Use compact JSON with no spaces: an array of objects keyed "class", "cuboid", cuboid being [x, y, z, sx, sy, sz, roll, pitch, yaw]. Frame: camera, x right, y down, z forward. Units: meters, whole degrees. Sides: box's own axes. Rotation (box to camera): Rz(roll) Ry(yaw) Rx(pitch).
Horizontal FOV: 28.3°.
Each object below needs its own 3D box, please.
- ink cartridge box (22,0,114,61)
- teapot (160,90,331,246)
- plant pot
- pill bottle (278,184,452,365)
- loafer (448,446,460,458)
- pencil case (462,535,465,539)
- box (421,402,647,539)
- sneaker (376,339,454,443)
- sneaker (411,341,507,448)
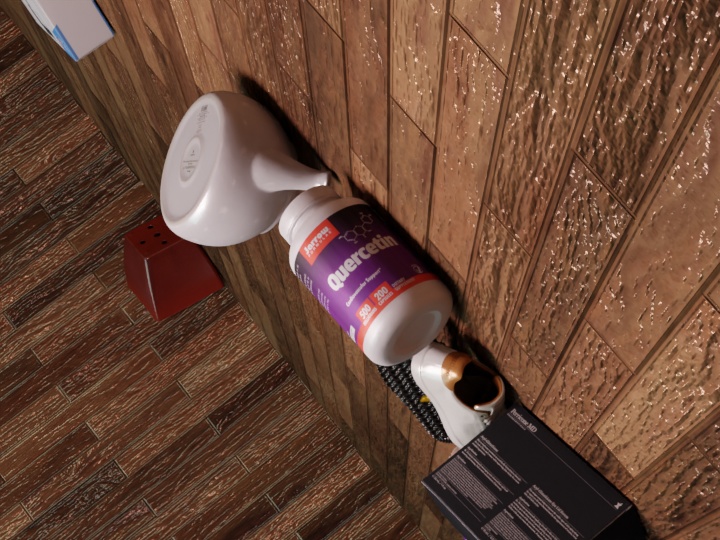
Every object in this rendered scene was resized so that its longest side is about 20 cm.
[{"class":"ink cartridge box","cuboid":[-0.514,-0.459,2.392,0.200,0.084,0.145,42,167,47]},{"class":"teapot","cuboid":[-0.141,-0.111,1.703,0.146,0.198,0.200,16,-145,-30]},{"class":"plant pot","cuboid":[-0.495,-0.026,3.638,0.200,0.200,0.177,43,156,44]},{"class":"pill bottle","cuboid":[0.000,0.000,1.532,0.200,0.112,0.113,47,169,27]},{"class":"loafer","cuboid":[0.144,0.254,1.756,0.072,0.063,0.200,56,-168,19]},{"class":"pencil case","cuboid":[0.190,0.367,2.082,0.088,0.088,0.200,50,172,13]},{"class":"box","cuboid":[0.183,0.254,1.513,0.200,0.141,0.079,42,169,47]},{"class":"sneaker","cuboid":[0.078,0.109,1.659,0.200,0.070,0.090,57,-148,-32]},{"class":"sneaker","cuboid":[0.135,0.157,1.596,0.085,0.073,0.200,11,153,44]}]
